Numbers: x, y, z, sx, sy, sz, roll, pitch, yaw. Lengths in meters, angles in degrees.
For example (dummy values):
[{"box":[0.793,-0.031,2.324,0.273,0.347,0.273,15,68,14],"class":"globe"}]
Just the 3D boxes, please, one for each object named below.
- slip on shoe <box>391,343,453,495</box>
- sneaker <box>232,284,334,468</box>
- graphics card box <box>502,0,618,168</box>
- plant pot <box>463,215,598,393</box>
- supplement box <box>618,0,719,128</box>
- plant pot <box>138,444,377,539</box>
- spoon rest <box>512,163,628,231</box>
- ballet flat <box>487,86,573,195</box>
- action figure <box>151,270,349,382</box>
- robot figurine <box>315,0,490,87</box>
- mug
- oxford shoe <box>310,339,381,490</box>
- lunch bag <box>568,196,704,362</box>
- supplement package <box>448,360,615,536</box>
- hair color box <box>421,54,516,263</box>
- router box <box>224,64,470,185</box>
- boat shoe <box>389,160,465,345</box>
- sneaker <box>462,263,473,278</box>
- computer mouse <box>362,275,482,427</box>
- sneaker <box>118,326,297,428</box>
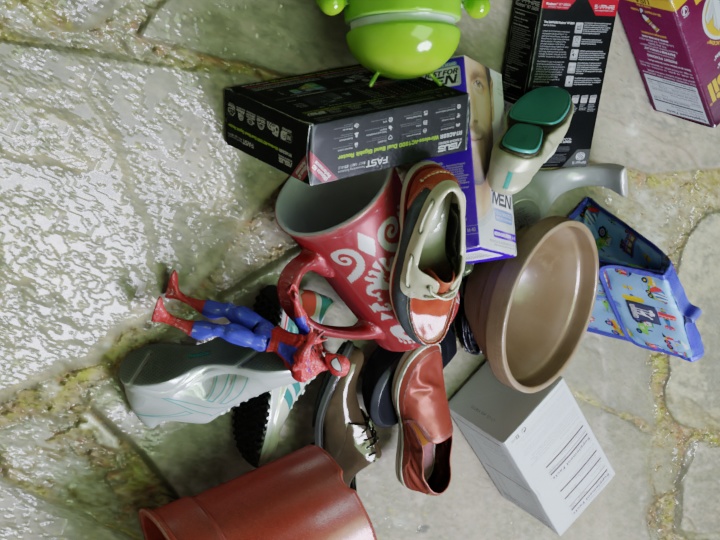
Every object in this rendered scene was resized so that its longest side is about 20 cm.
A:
[{"box":[0.076,0.165,1.714,0.074,0.061,0.202,-25,126,-39],"class":"slip on shoe"},{"box":[-0.073,0.114,1.632,0.093,0.070,0.202,1,104,-34],"class":"sneaker"},{"box":[0.219,-0.218,1.745,0.125,0.051,0.202,-6,111,-38],"class":"graphics card box"},{"box":[0.182,0.030,1.747,0.200,0.092,0.203,-26,125,-45],"class":"plant pot"},{"box":[0.395,-0.291,1.822,0.131,0.103,0.201,-45,131,-17],"class":"supplement box"},{"box":[-0.097,0.289,1.586,0.194,0.200,0.202,-27,124,-20],"class":"plant pot"},{"box":[0.215,-0.083,1.805,0.198,0.061,0.100,-18,119,-17],"class":"spoon rest"},{"box":[0.178,-0.135,1.632,0.200,0.069,0.070,-48,141,-56],"class":"ballet flat"},{"box":[-0.096,0.044,1.494,0.066,0.198,0.099,-67,-179,-46],"class":"action figure"},{"box":[0.040,-0.280,1.506,0.174,0.116,0.202,-2,89,-17],"class":"robot figurine"},{"box":[-0.002,-0.007,1.603,0.177,0.134,0.201,-35,128,0],"class":"mug"},{"box":[-0.013,0.169,1.684,0.073,0.084,0.202,-65,166,-64],"class":"oxford shoe"},{"box":[0.331,0.021,1.837,0.094,0.199,0.151,-41,129,-18],"class":"lunch bag"},{"box":[0.209,0.207,1.876,0.110,0.113,0.201,-45,131,-14],"class":"supplement package"},{"box":[0.112,-0.114,1.617,0.109,0.064,0.202,9,73,-63],"class":"hair color box"},{"box":[-0.013,-0.149,1.515,0.199,0.149,0.063,-14,118,-33],"class":"router box"},{"box":[0.073,-0.007,1.522,0.071,0.063,0.202,-12,121,-24],"class":"boat shoe"},{"box":[0.126,-0.084,1.707,0.075,0.076,0.202,7,104,-41],"class":"sneaker"},{"box":[0.063,0.094,1.753,0.200,0.052,0.139,-45,139,-25],"class":"computer mouse"},{"box":[-0.141,0.109,1.555,0.198,0.071,0.081,-8,131,-5],"class":"sneaker"}]
